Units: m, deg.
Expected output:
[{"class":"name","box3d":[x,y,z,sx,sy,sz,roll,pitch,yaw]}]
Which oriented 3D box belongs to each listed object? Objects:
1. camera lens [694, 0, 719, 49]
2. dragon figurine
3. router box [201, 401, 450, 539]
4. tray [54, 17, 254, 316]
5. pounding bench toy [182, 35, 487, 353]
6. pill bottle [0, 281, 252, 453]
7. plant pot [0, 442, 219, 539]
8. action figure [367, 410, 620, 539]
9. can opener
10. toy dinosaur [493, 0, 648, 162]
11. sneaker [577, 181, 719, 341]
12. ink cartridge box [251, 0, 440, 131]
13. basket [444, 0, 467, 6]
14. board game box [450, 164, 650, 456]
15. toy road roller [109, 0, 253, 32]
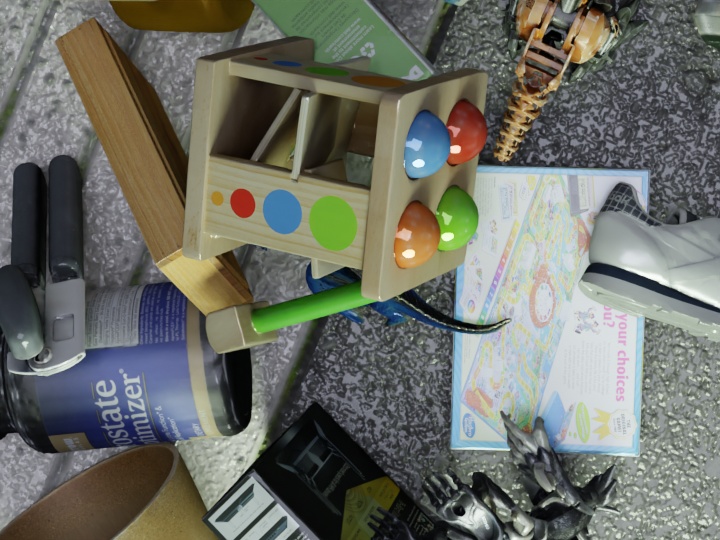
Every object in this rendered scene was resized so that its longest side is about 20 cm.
[{"class":"camera lens","box3d":[0.313,-0.222,1.236,0.159,0.160,0.201,13,95,4]},{"class":"dragon figurine","box3d":[0.000,0.000,1.300,0.200,0.099,0.059,36,99,21]},{"class":"router box","box3d":[-0.012,0.180,1.275,0.157,0.200,0.052,46,103,2]},{"class":"tray","box3d":[-0.138,-0.068,1.276,0.037,0.099,0.200,-30,59,5]},{"class":"pounding bench toy","box3d":[-0.011,-0.029,1.179,0.156,0.124,0.201,14,108,25]},{"class":"pill bottle","box3d":[-0.182,0.069,1.329,0.199,0.112,0.112,-7,93,6]},{"class":"plant pot","box3d":[-0.153,0.254,1.321,0.186,0.186,0.200,-30,106,7]},{"class":"action figure","box3d":[0.097,0.155,1.287,0.119,0.200,0.102,-46,64,25]},{"class":"can opener","box3d":[-0.217,-0.013,1.291,0.053,0.200,0.067,-12,137,3]},{"class":"toy dinosaur","box3d":[0.133,-0.175,1.270,0.200,0.136,0.102,-44,90,7]},{"class":"sneaker","box3d":[0.248,0.006,1.290,0.199,0.076,0.081,19,80,-17]},{"class":"ink cartridge box","box3d":[0.010,-0.137,1.283,0.059,0.104,0.200,-43,78,6]},{"class":"basket","box3d":[0.013,-0.266,1.215,0.200,0.177,0.139,26,136,-33]},{"class":"board game box","box3d":[0.132,0.027,1.335,0.134,0.034,0.201,2,94,5]},{"class":"toy road roller","box3d":[-0.137,-0.210,1.270,0.122,0.200,0.146,4,126,21]}]
